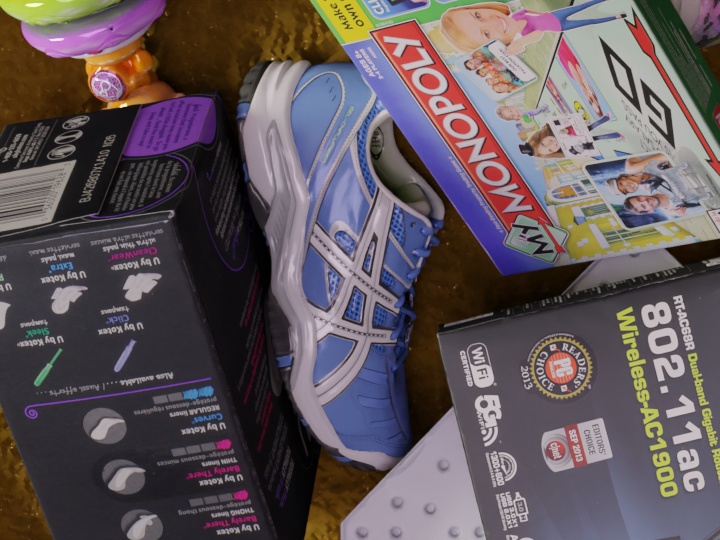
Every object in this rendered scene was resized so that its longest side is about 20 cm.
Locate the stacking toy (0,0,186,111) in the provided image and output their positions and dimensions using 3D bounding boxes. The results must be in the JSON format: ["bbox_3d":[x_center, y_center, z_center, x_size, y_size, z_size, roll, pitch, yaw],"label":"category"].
[{"bbox_3d":[-0.126,-0.137,0.926,0.116,0.110,0.200,-11,122,14],"label":"stacking toy"}]

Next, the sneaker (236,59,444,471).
[{"bbox_3d":[0.000,0.000,0.953,0.077,0.076,0.200,-6,109,16],"label":"sneaker"}]

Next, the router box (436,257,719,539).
[{"bbox_3d":[0.128,0.103,0.911,0.150,0.062,0.200,-14,89,4],"label":"router box"}]

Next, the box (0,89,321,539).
[{"bbox_3d":[-0.095,0.038,0.940,0.106,0.122,0.200,-9,119,12],"label":"box"}]

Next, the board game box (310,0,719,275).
[{"bbox_3d":[0.073,-0.082,0.876,0.134,0.029,0.200,-11,132,34],"label":"board game box"}]

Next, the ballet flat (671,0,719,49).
[{"bbox_3d":[0.082,-0.125,0.898,0.200,0.071,0.069,8,109,6],"label":"ballet flat"}]

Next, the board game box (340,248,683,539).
[{"bbox_3d":[0.127,0.118,0.956,0.200,0.026,0.200,44,94,4],"label":"board game box"}]
